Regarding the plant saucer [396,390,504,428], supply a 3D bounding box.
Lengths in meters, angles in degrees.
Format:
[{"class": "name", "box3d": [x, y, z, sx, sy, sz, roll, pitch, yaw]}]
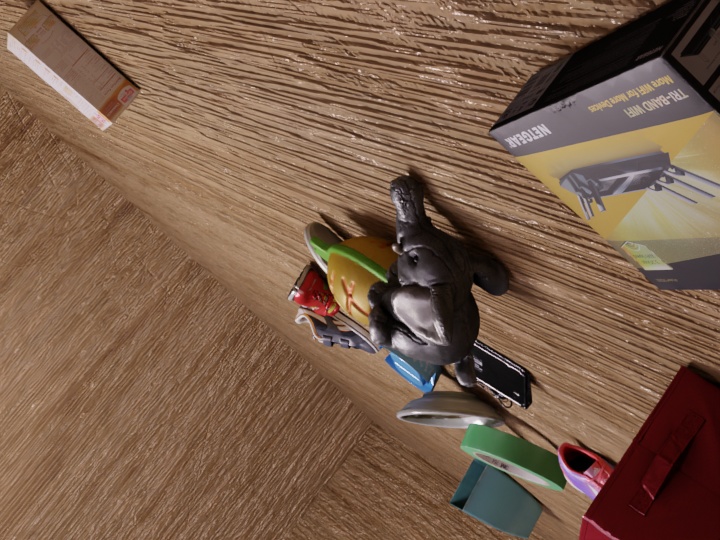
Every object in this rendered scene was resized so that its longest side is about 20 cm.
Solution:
[{"class": "plant saucer", "box3d": [0.167, 0.254, 1.769, 0.199, 0.051, 0.200, 4, 165, 1]}]

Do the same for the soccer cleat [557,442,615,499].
[{"class": "soccer cleat", "box3d": [0.378, 0.327, 1.449, 0.200, 0.068, 0.073, 31, 163, 48]}]

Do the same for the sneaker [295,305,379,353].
[{"class": "sneaker", "box3d": [-0.051, 0.134, 2.068, 0.200, 0.080, 0.078, 34, 168, 16]}]

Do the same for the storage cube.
[{"class": "storage cube", "box3d": [0.325, 0.224, 0.889, 0.179, 0.171, 0.200, 33, 168, 23]}]

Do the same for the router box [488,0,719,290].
[{"class": "router box", "box3d": [0.175, -0.058, 0.519, 0.157, 0.052, 0.200, 40, 170, -9]}]

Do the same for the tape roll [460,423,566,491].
[{"class": "tape roll", "box3d": [0.283, 0.340, 1.749, 0.199, 0.048, 0.201, 24, 167, 6]}]

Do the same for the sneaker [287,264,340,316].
[{"class": "sneaker", "box3d": [-0.078, 0.046, 1.824, 0.085, 0.077, 0.200, 30, 178, 14]}]

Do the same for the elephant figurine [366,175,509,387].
[{"class": "elephant figurine", "box3d": [0.080, 0.016, 1.002, 0.154, 0.142, 0.200, 11, 155, -8]}]

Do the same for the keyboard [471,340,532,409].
[{"class": "keyboard", "box3d": [0.178, 0.130, 1.416, 0.200, 0.040, 0.105, 32, 145, 37]}]

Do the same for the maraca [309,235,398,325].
[{"class": "maraca", "box3d": [0.007, 0.008, 1.230, 0.137, 0.107, 0.200, 48, 166, -34]}]

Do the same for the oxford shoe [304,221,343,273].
[{"class": "oxford shoe", "box3d": [0.000, 0.000, 1.385, 0.200, 0.075, 0.058, 47, 128, -1]}]

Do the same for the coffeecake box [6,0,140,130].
[{"class": "coffeecake box", "box3d": [-0.458, -0.319, 1.526, 0.200, 0.073, 0.153, 42, 169, -18]}]

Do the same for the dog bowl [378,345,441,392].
[{"class": "dog bowl", "box3d": [0.097, 0.168, 1.773, 0.111, 0.050, 0.200, 35, 169, 18]}]

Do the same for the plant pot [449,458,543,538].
[{"class": "plant pot", "box3d": [0.367, 0.611, 2.528, 0.199, 0.142, 0.141, 32, 170, -4]}]
